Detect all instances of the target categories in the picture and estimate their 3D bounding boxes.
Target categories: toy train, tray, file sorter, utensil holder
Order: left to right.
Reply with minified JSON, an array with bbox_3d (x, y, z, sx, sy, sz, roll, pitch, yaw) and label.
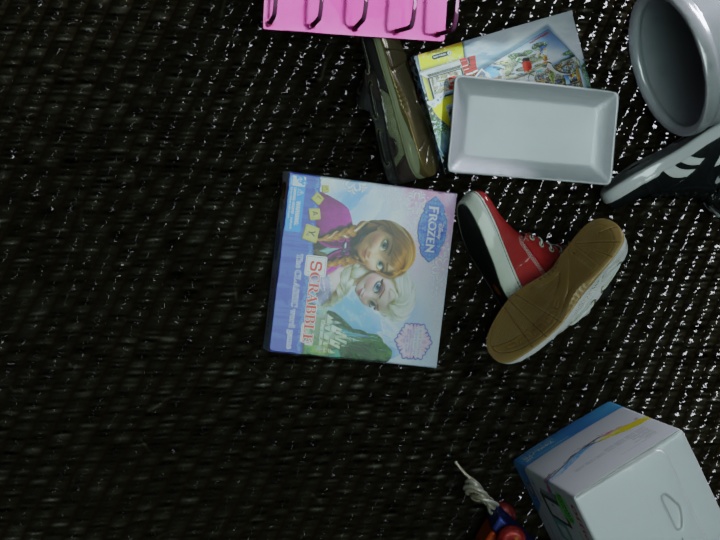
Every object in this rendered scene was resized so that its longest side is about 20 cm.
[{"bbox_3d":[0.003,-0.316,1.512,0.198,0.125,0.141,3,95,-7],"label":"file sorter"},{"bbox_3d":[0.137,0.322,1.683,0.116,0.085,0.200,-44,102,6],"label":"toy train"},{"bbox_3d":[0.193,-0.157,1.651,0.198,0.022,0.109,4,93,-14],"label":"tray"},{"bbox_3d":[0.433,-0.261,1.668,0.198,0.170,0.172,-18,97,-14],"label":"utensil holder"}]

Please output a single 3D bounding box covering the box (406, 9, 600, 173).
[{"bbox_3d":[0.163,-0.204,1.671,0.198,0.038,0.138,-17,98,-12],"label":"box"}]

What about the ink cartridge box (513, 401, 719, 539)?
[{"bbox_3d":[0.292,0.258,1.649,0.145,0.200,0.148,-29,99,-10],"label":"ink cartridge box"}]

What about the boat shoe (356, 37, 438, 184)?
[{"bbox_3d":[0.026,-0.193,1.624,0.065,0.072,0.203,-19,90,21],"label":"boat shoe"}]

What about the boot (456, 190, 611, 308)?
[{"bbox_3d":[0.206,-0.031,1.679,0.144,0.072,0.201,-34,109,-10],"label":"boot"}]

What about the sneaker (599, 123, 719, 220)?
[{"bbox_3d":[0.385,-0.094,1.713,0.199,0.073,0.113,-30,98,-11],"label":"sneaker"}]

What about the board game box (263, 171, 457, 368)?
[{"bbox_3d":[0.000,0.000,1.643,0.197,0.041,0.203,6,92,-14],"label":"board game box"}]

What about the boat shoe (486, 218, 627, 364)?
[{"bbox_3d":[0.226,0.034,1.629,0.200,0.071,0.069,-45,146,6],"label":"boat shoe"}]
